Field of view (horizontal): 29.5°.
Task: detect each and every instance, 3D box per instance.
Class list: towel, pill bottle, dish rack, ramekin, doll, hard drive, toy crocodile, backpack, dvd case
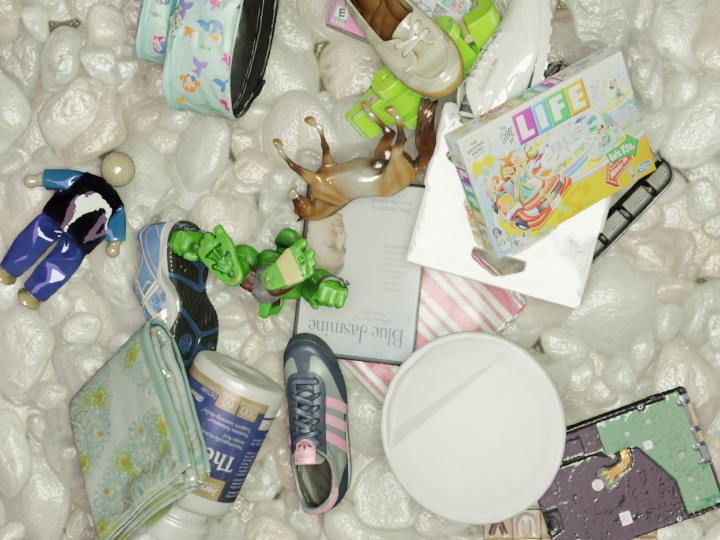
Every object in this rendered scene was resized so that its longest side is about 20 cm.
[{"bbox_3d":[0.072,0.060,1.540,0.146,0.030,0.200,43,95,0],"label":"towel"},{"bbox_3d":[-0.173,0.201,1.519,0.110,0.111,0.202,26,95,1],"label":"pill bottle"},{"bbox_3d":[0.233,-0.122,1.510,0.153,0.055,0.200,-45,88,4],"label":"dish rack"},{"bbox_3d":[0.125,0.163,1.479,0.199,0.094,0.206,1,93,10],"label":"ramekin"},{"bbox_3d":[-0.330,-0.056,1.542,0.136,0.048,0.200,44,95,-1],"label":"doll"},{"bbox_3d":[-0.246,0.180,1.481,0.171,0.048,0.202,-40,55,29],"label":"towel"},{"bbox_3d":[0.292,0.227,1.530,0.198,0.038,0.141,-21,88,3],"label":"hard drive"},{"bbox_3d":[0.067,-0.214,1.450,0.199,0.062,0.067,-40,131,16],"label":"toy crocodile"},{"bbox_3d":[-0.157,-0.264,1.459,0.148,0.178,0.203,6,104,6],"label":"backpack"},{"bbox_3d":[0.000,0.000,1.526,0.141,0.018,0.203,5,90,13],"label":"dvd case"}]

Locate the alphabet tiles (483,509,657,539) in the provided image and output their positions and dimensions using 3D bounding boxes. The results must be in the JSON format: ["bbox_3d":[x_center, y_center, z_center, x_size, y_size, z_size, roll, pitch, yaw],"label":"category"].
[{"bbox_3d":[0.239,0.321,1.559,0.197,0.008,0.170,-1,94,2],"label":"alphabet tiles"}]

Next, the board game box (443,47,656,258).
[{"bbox_3d":[0.193,-0.119,1.381,0.198,0.034,0.136,-29,114,-13],"label":"board game box"}]

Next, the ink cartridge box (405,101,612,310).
[{"bbox_3d":[0.163,-0.069,1.468,0.197,0.045,0.179,16,92,5],"label":"ink cartridge box"}]

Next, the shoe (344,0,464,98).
[{"bbox_3d":[0.033,-0.248,1.400,0.070,0.053,0.200,-47,56,13],"label":"shoe"}]

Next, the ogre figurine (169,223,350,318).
[{"bbox_3d":[-0.099,0.001,1.480,0.197,0.120,0.100,-2,83,12],"label":"ogre figurine"}]

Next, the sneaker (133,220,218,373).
[{"bbox_3d":[-0.211,0.040,1.540,0.076,0.075,0.203,10,104,38],"label":"sneaker"}]

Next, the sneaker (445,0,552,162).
[{"bbox_3d":[0.144,-0.200,1.405,0.079,0.076,0.203,11,89,-6],"label":"sneaker"}]

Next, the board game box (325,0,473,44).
[{"bbox_3d":[0.063,-0.337,1.499,0.146,0.064,0.202,21,94,0],"label":"board game box"}]

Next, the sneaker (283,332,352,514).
[{"bbox_3d":[-0.051,0.173,1.509,0.069,0.082,0.203,-7,103,17],"label":"sneaker"}]

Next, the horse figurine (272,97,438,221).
[{"bbox_3d":[-0.001,-0.116,1.456,0.197,0.050,0.133,-16,130,13],"label":"horse figurine"}]
